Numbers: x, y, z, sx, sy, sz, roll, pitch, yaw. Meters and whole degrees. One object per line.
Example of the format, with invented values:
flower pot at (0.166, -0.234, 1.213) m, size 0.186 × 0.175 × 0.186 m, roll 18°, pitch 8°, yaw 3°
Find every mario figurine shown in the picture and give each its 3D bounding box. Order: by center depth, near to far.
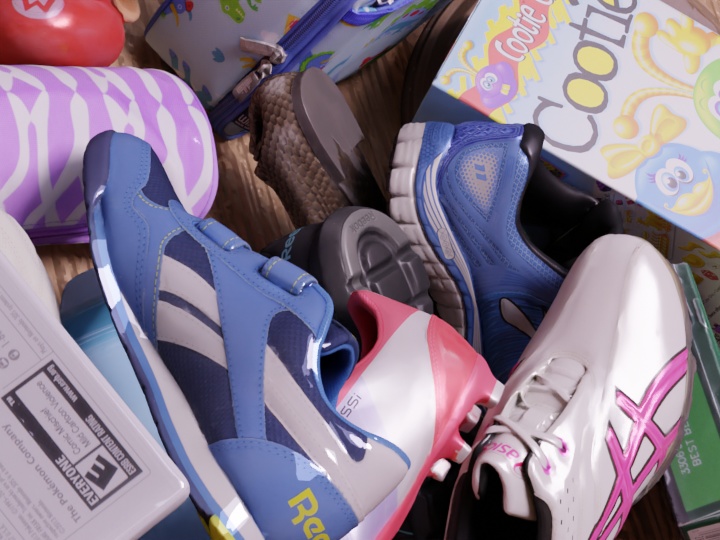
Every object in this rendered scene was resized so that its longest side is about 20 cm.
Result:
mario figurine at (-0.131, -0.171, 0.975) m, size 0.106 × 0.123 × 0.201 m, roll 40°, pitch 36°, yaw -31°

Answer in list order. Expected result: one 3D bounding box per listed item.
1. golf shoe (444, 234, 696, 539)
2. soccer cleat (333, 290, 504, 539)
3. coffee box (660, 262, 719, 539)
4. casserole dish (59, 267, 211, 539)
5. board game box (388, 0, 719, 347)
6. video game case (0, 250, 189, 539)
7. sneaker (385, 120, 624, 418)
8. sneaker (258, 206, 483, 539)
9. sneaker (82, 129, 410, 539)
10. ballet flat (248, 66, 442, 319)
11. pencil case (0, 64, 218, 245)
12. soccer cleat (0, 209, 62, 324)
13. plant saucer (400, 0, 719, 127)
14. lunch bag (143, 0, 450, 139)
golf shoe at (0.084, 0.076, 0.898) m, size 0.092 × 0.072 × 0.201 m, roll 34°, pitch 71°, yaw -59°
soccer cleat at (-0.017, 0.095, 0.849) m, size 0.076 × 0.067 × 0.200 m, roll 34°, pitch 60°, yaw 2°
coffee box at (0.165, 0.092, 1.022) m, size 0.200 × 0.044 × 0.124 m, roll 55°, pitch 19°, yaw -63°
casserole dish at (-0.067, 0.091, 0.897) m, size 0.121 × 0.039 × 0.201 m, roll -24°, pitch 79°, yaw -49°
board game box at (0.132, -0.060, 1.053) m, size 0.199 × 0.105 × 0.103 m, roll 30°, pitch 68°, yaw 0°
video game case at (-0.189, 0.055, 0.743) m, size 0.182 × 0.023 × 0.200 m, roll -37°, pitch 80°, yaw -20°
sneaker at (0.082, 0.014, 0.996) m, size 0.079 × 0.089 × 0.201 m, roll -75°, pitch 148°, yaw -45°
sneaker at (0.009, 0.071, 0.960) m, size 0.075 × 0.079 × 0.201 m, roll -27°, pitch 99°, yaw -54°
sneaker at (-0.049, 0.024, 0.827) m, size 0.074 × 0.082 × 0.201 m, roll 70°, pitch -7°, yaw -63°
ballet flat at (0.000, 0.000, 0.999) m, size 0.201 × 0.046 × 0.067 m, roll 62°, pitch 26°, yaw -19°
pencil case at (-0.149, -0.041, 0.883) m, size 0.199 × 0.084 × 0.086 m, roll -9°, pitch 65°, yaw -46°
soccer cleat at (-0.124, 0.069, 0.797) m, size 0.069 × 0.077 × 0.202 m, roll 3°, pitch 75°, yaw -39°
plant saucer at (0.120, -0.079, 1.128) m, size 0.199 × 0.029 × 0.202 m, roll 3°, pitch 71°, yaw -9°
lunch bag at (0.001, -0.153, 1.045) m, size 0.083 × 0.161 × 0.200 m, roll 52°, pitch 40°, yaw 2°
